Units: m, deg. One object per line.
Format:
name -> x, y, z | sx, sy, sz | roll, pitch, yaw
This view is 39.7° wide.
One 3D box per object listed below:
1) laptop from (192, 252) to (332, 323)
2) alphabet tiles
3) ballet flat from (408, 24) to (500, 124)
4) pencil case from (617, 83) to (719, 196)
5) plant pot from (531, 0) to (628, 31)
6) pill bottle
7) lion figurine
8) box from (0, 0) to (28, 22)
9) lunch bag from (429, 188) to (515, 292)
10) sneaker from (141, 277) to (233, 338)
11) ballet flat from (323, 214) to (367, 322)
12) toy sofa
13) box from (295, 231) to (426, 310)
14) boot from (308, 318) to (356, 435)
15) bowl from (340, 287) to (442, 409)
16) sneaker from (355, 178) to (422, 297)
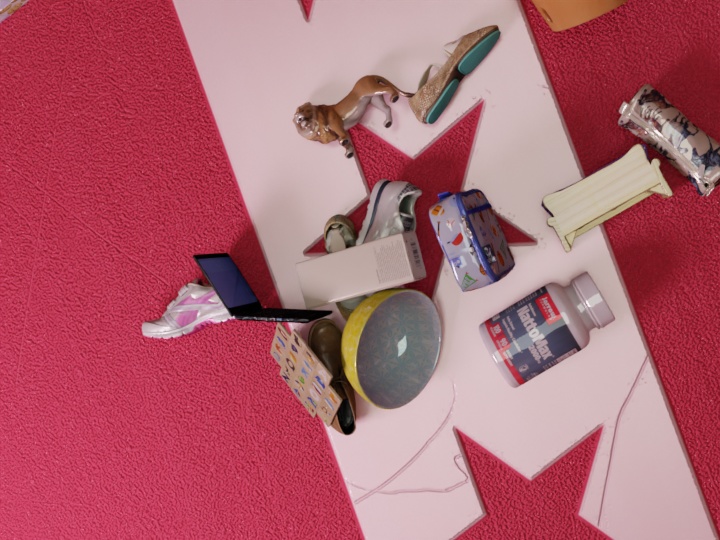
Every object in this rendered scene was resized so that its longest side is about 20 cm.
laptop -> -0.159, 0.027, 1.666 | 0.197, 0.177, 0.105 | 2, 93, 11
alphabet tiles -> -0.093, 0.174, 1.658 | 0.006, 0.201, 0.167 | -33, 74, -24
ballet flat -> 0.149, -0.338, 1.653 | 0.065, 0.070, 0.201 | 42, 95, 21
pencil case -> 0.497, -0.207, 1.576 | 0.200, 0.089, 0.078 | 42, 122, 6
plant pot -> 0.340, -0.467, 1.557 | 0.198, 0.200, 0.141 | -23, 104, 11
pill bottle -> 0.302, 0.090, 1.610 | 0.199, 0.120, 0.121 | -32, 86, 10
lion figurine -> -0.015, -0.274, 1.682 | 0.199, 0.073, 0.123 | -34, 58, 3
box -> -0.642, -0.493, 1.810 | 0.199, 0.041, 0.039 | -34, 86, 9
lunch bag -> 0.178, -0.055, 1.587 | 0.075, 0.200, 0.162 | -22, 89, 19
sneaker -> -0.293, 0.063, 1.748 | 0.197, 0.081, 0.089 | -18, 87, 3
ballet flat -> -0.023, 0.004, 1.696 | 0.070, 0.071, 0.203 | -12, 90, 11
toy sofa -> 0.392, -0.116, 1.603 | 0.198, 0.083, 0.099 | -30, 85, 11
box -> 0.000, 0.000, 1.614 | 0.197, 0.068, 0.083 | -14, 90, 23
boot -> -0.038, 0.180, 1.678 | 0.073, 0.075, 0.203 | -14, 103, -11
bowl -> 0.031, 0.118, 1.652 | 0.107, 0.198, 0.203 | 17, 96, 46
sneaker -> 0.046, -0.050, 1.662 | 0.080, 0.076, 0.203 | 14, 95, 35
